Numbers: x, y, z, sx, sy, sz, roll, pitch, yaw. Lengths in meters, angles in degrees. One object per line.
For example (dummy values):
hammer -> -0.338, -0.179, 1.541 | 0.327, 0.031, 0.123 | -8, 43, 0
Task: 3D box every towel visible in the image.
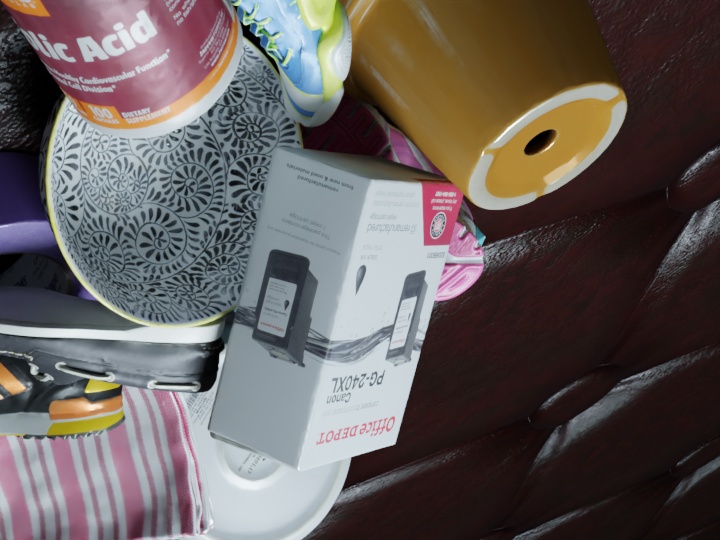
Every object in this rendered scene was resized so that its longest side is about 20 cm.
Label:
towel -> -0.210, 0.142, 1.117 | 0.198, 0.148, 0.030 | -13, -174, 24

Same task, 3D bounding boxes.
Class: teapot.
teapot -> -0.111, 0.137, 1.209 | 0.198, 0.200, 0.146 | -11, -175, -24

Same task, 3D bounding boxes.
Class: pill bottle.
pill bottle -> -0.146, -0.173, 0.806 | 0.113, 0.115, 0.201 | -30, 145, -2

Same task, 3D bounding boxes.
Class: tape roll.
tape roll -> -0.279, 0.007, 1.052 | 0.198, 0.066, 0.201 | -25, 154, -13

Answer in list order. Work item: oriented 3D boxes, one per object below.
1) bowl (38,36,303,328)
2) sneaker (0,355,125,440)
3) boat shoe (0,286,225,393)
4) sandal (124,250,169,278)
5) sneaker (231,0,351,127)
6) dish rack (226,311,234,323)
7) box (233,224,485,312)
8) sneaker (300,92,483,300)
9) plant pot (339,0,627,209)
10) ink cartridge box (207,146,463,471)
bowl -> -0.142, -0.068, 0.995 | 0.199, 0.094, 0.204 | -7, 102, -39
sneaker -> -0.265, 0.071, 1.045 | 0.197, 0.091, 0.070 | -1, -174, -13
boat shoe -> -0.190, 0.049, 1.000 | 0.197, 0.074, 0.061 | 2, 112, -15
sandal -> -0.128, -0.002, 1.117 | 0.075, 0.048, 0.200 | -45, 161, 18
sneaker -> -0.060, -0.180, 0.936 | 0.104, 0.076, 0.202 | -8, 126, -17
dish rack -> -0.042, -0.038, 1.251 | 0.198, 0.044, 0.172 | -18, 150, -25
box -> 0.000, 0.000, 1.177 | 0.199, 0.082, 0.049 | -30, 157, -33
sneaker -> 0.015, -0.069, 1.137 | 0.081, 0.200, 0.088 | -37, -167, 18
plant pot -> 0.085, -0.152, 1.021 | 0.198, 0.184, 0.201 | -24, 153, -13
ink cartridge box -> -0.015, 0.025, 1.021 | 0.145, 0.083, 0.203 | -4, 110, -61
